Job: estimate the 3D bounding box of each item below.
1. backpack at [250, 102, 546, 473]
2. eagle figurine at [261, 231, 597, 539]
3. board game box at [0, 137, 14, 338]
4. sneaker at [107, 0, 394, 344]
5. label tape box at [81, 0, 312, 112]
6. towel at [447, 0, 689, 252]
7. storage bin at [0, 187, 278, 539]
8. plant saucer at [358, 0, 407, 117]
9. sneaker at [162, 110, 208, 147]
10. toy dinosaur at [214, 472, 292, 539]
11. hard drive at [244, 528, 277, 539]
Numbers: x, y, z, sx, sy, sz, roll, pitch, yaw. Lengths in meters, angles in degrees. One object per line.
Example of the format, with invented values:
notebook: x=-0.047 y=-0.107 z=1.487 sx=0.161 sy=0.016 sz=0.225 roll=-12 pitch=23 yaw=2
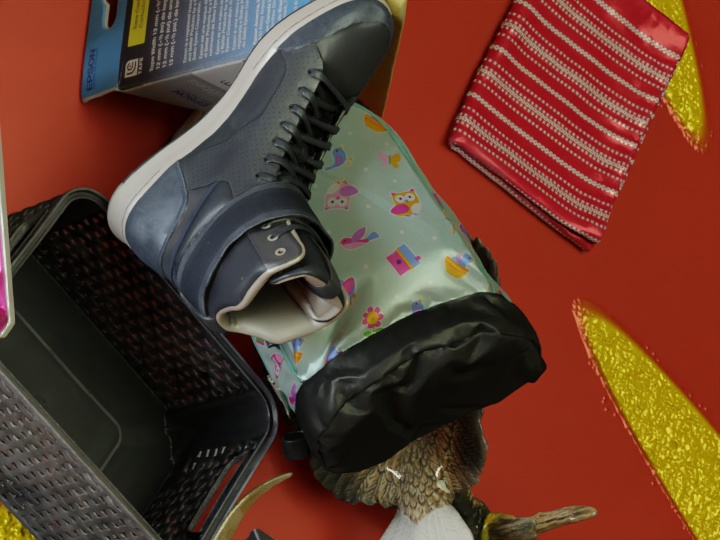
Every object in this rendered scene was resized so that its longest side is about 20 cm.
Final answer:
backpack: x=0.000 y=0.000 z=1.232 sx=0.167 sy=0.127 sz=0.200 roll=-23 pitch=60 yaw=-12
eagle figurine: x=0.037 y=0.096 z=1.333 sx=0.152 sy=0.151 sz=0.200 roll=-27 pitch=105 yaw=-22
board game box: x=-0.287 y=-0.050 z=1.132 sx=0.026 sy=0.200 sz=0.200 roll=16 pitch=67 yaw=-68
sneaker: x=-0.029 y=-0.052 z=1.142 sx=0.202 sy=0.146 sz=0.077 roll=-46 pitch=138 yaw=1
label tape box: x=-0.080 y=-0.178 z=1.285 sx=0.066 sy=0.200 sz=0.143 roll=21 pitch=67 yaw=-44
towel: x=0.155 y=-0.133 z=1.510 sx=0.145 sy=0.022 sz=0.200 roll=36 pitch=64 yaw=-19
storage bin: x=-0.159 y=0.069 z=1.207 sx=0.200 sy=0.094 sz=0.135 roll=52 pitch=46 yaw=-22
plant saucer: x=0.008 y=-0.226 z=1.359 sx=0.048 sy=0.200 sz=0.200 roll=6 pitch=74 yaw=-1
sneaker: x=-0.077 y=-0.085 z=1.326 sx=0.075 sy=0.076 sz=0.200 roll=22 pitch=71 yaw=-28
toy dinosaur: x=-0.111 y=0.209 z=1.267 sx=0.101 sy=0.058 sz=0.200 roll=23 pitch=76 yaw=-41
hard drive: x=-0.064 y=0.266 z=1.218 sx=0.140 sy=0.038 sz=0.200 roll=34 pitch=97 yaw=-20
